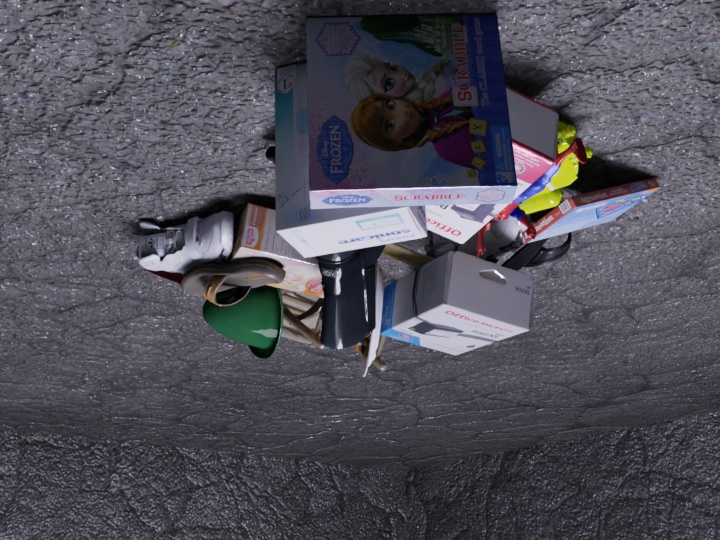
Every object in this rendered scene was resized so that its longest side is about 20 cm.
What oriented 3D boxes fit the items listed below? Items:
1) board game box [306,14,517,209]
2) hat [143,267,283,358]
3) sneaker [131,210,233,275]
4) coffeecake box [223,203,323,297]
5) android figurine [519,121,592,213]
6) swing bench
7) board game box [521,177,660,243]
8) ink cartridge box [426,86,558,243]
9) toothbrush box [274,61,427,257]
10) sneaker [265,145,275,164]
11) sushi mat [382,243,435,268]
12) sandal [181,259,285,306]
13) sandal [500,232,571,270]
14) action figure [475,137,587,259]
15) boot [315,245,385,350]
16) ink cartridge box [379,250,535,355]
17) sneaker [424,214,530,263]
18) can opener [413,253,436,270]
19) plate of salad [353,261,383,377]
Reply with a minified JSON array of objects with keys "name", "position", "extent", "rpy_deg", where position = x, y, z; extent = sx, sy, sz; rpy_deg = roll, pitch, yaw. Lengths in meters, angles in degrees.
[{"name":"board game box","position":[0.046,-0.161,0.869],"extent":[0.198,0.201,0.041],"rpy_deg":[-2,158,-2]},{"name":"hat","position":[-0.245,0.067,1.429],"extent":[0.175,0.167,0.200],"rpy_deg":[-3,-174,-30]},{"name":"sneaker","position":[-0.268,-0.041,1.315],"extent":[0.114,0.076,0.200],"rpy_deg":[6,161,-29]},{"name":"coffeecake box","position":[-0.098,-0.023,1.333],"extent":[0.199,0.073,0.153],"rpy_deg":[14,161,-16]},{"name":"android figurine","position":[0.197,-0.138,1.127],"extent":[0.199,0.041,0.182],"rpy_deg":[-15,139,35]},{"name":"swing bench","position":[-0.065,0.078,1.563],"extent":[0.199,0.130,0.199],"rpy_deg":[13,173,38]},{"name":"board game box","position":[0.327,-0.086,1.233],"extent":[0.199,0.020,0.103],"rpy_deg":[-14,163,-38]},{"name":"ink cartridge box","position":[0.117,-0.132,1.042],"extent":[0.144,0.085,0.200],"rpy_deg":[22,146,-16]},{"name":"toothbrush box","position":[-0.012,-0.128,0.945],"extent":[0.146,0.201,0.085],"rpy_deg":[-8,159,17]},{"name":"sneaker","position":[-0.077,-0.126,1.144],"extent":[0.115,0.076,0.200],"rpy_deg":[12,146,-19]},{"name":"sushi mat","position":[0.061,-0.027,1.346],"extent":[0.199,0.012,0.096],"rpy_deg":[23,172,26]},{"name":"sandal","position":[-0.195,0.025,1.309],"extent":[0.199,0.055,0.082],"rpy_deg":[-6,160,34]},{"name":"sandal","position":[0.271,-0.022,1.349],"extent":[0.200,0.048,0.075],"rpy_deg":[-40,178,4]},{"name":"action figure","position":[0.200,-0.078,1.088],"extent":[0.065,0.100,0.200],"rpy_deg":[9,154,-22]},{"name":"boot","position":[0.000,0.000,1.234],"extent":[0.076,0.200,0.169],"rpy_deg":[15,126,24]},{"name":"ink cartridge box","position":[0.137,0.054,1.284],"extent":[0.144,0.084,0.200],"rpy_deg":[17,158,-21]},{"name":"sneaker","position":[0.171,-0.060,1.297],"extent":[0.114,0.076,0.200],"rpy_deg":[2,160,-13]},{"name":"can opener","position":[0.135,-0.006,1.480],"extent":[0.063,0.079,0.200],"rpy_deg":[-4,147,-19]},{"name":"plate of salad","position":[0.004,0.066,1.375],"extent":[0.048,0.201,0.200],"rpy_deg":[6,158,-3]}]
